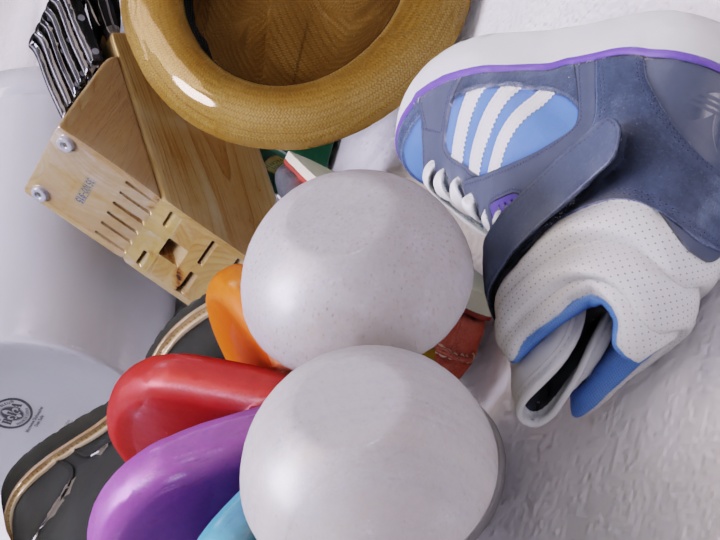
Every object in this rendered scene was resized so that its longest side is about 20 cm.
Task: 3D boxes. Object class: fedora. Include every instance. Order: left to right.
[{"bbox_3d":[-0.028,-0.142,0.929,0.082,0.198,0.202,72,-151,-65],"label":"fedora"}]

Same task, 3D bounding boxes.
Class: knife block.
[{"bbox_3d":[-0.099,-0.088,0.979,0.064,0.199,0.176,-48,9,49],"label":"knife block"}]

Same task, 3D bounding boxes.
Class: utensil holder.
[{"bbox_3d":[-0.191,0.009,1.051,0.170,0.169,0.201,-42,34,39],"label":"utensil holder"}]

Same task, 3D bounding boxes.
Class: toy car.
[{"bbox_3d":[-0.023,0.076,0.624,0.201,0.148,0.176,-94,-6,-45],"label":"toy car"}]

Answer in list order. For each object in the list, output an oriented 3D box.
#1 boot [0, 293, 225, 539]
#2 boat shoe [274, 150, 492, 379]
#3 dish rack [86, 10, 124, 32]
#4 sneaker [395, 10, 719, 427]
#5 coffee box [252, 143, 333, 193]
[{"bbox_3d":[-0.076,0.098,0.830,0.200,0.077,0.139,-43,30,6],"label":"boot"},{"bbox_3d":[0.000,0.000,0.809,0.063,0.071,0.200,-63,29,10],"label":"boat shoe"},{"bbox_3d":[-0.191,-0.236,1.415,0.200,0.043,0.173,-36,37,44],"label":"dish rack"},{"bbox_3d":[0.061,-0.012,0.679,0.199,0.080,0.148,-9,55,54],"label":"sneaker"},{"bbox_3d":[-0.041,-0.140,1.036,0.123,0.044,0.202,-16,54,57],"label":"coffee box"}]
